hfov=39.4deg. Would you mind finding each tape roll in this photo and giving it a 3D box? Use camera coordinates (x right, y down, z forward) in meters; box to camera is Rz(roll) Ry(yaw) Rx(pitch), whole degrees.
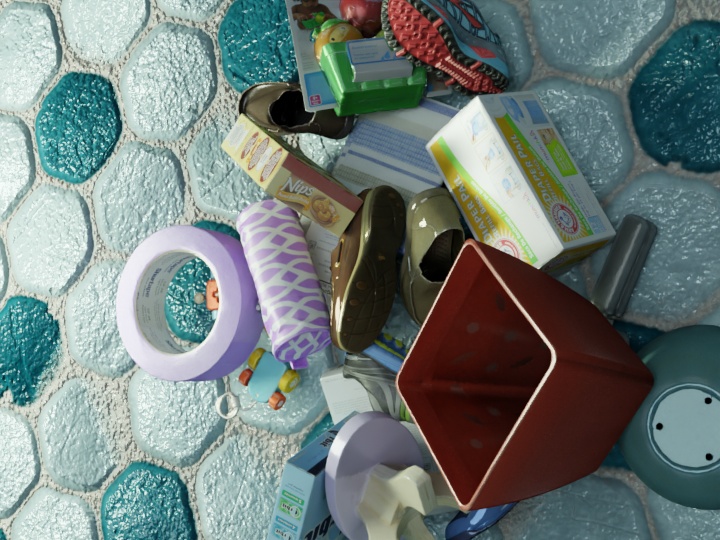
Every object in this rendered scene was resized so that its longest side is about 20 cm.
[{"bbox_3d":[-0.223,0.044,1.319,0.198,0.066,0.203,-3,83,26],"label":"tape roll"}]

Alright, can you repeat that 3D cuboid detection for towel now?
[{"bbox_3d":[0.040,-0.129,1.252,0.146,0.024,0.202,22,81,23],"label":"towel"}]

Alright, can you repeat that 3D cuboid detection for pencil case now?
[{"bbox_3d":[-0.094,0.010,1.213,0.086,0.083,0.202,-55,45,51],"label":"pencil case"}]

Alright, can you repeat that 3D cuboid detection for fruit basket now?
[{"bbox_3d":[0.007,-0.296,1.233,0.183,0.094,0.202,-7,77,-10],"label":"fruit basket"}]

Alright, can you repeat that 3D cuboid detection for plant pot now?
[{"bbox_3d":[0.180,0.113,1.052,0.201,0.175,0.200,-65,33,26],"label":"plant pot"},{"bbox_3d":[0.356,0.160,1.060,0.198,0.134,0.203,-1,88,25],"label":"plant pot"}]

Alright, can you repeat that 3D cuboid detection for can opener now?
[{"bbox_3d":[0.292,0.038,1.139,0.066,0.052,0.202,20,94,34],"label":"can opener"}]

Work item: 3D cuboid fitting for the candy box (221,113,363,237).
[{"bbox_3d":[-0.087,-0.119,1.222,0.056,0.115,0.200,-56,30,6],"label":"candy box"}]

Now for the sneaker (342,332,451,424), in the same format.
[{"bbox_3d":[0.062,0.150,1.185,0.199,0.071,0.083,35,117,18],"label":"sneaker"}]

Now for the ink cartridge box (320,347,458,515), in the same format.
[{"bbox_3d":[0.052,0.204,1.258,0.161,0.057,0.202,-15,100,23],"label":"ink cartridge box"}]

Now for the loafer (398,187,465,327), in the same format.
[{"bbox_3d":[0.086,0.001,1.176,0.075,0.201,0.068,-14,39,-8],"label":"loafer"}]

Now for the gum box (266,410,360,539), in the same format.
[{"bbox_3d":[-0.051,0.289,1.200,0.044,0.170,0.202,22,112,21],"label":"gum box"}]

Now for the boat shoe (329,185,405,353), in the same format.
[{"bbox_3d":[0.000,-0.001,1.184,0.067,0.072,0.202,-4,69,48],"label":"boat shoe"}]

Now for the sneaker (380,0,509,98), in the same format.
[{"bbox_3d":[0.096,-0.282,1.178,0.079,0.199,0.096,-21,52,38],"label":"sneaker"}]

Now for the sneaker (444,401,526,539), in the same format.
[{"bbox_3d":[0.160,0.239,1.182,0.082,0.074,0.200,42,96,15],"label":"sneaker"}]

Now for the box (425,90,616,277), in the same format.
[{"bbox_3d":[0.181,-0.092,1.149,0.101,0.112,0.201,-40,71,44],"label":"box"}]

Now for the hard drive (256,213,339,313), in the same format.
[{"bbox_3d":[-0.033,-0.017,1.269,0.139,0.038,0.202,19,78,25],"label":"hard drive"}]

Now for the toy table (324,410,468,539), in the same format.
[{"bbox_3d":[0.047,0.262,1.120,0.184,0.201,0.117,-45,44,-16],"label":"toy table"}]

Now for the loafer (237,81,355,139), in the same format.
[{"bbox_3d":[-0.096,-0.215,1.304,0.199,0.071,0.074,10,92,42],"label":"loafer"}]

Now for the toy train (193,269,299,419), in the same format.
[{"bbox_3d":[-0.143,0.092,1.341,0.149,0.055,0.202,-11,80,25],"label":"toy train"}]
